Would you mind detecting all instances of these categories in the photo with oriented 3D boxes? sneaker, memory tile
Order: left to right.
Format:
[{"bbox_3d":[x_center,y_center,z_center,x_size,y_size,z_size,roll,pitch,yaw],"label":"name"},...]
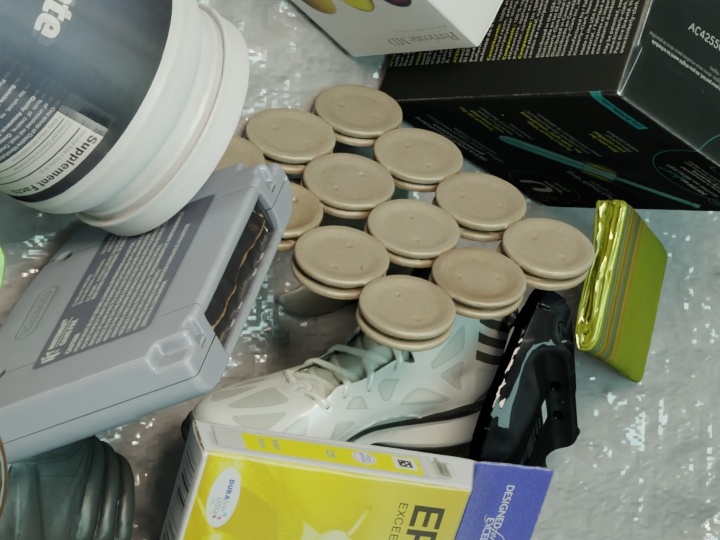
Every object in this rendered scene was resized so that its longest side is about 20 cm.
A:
[{"bbox_3d":[-0.174,0.159,1.320,0.099,0.071,0.200,30,70,-29],"label":"sneaker"},{"bbox_3d":[-0.002,0.042,1.394,0.200,0.076,0.115,-9,128,-39],"label":"sneaker"},{"bbox_3d":[0.010,-0.030,1.390,0.153,0.200,0.017,-23,138,-37],"label":"memory tile"}]

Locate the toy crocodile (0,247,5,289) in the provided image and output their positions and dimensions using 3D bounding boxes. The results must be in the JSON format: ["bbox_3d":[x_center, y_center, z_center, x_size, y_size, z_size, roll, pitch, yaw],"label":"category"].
[{"bbox_3d":[-0.259,-0.028,1.251,0.200,0.067,0.062,19,81,-37],"label":"toy crocodile"}]

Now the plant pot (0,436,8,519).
[{"bbox_3d":[-0.248,0.088,1.181,0.187,0.200,0.187,-2,94,-37],"label":"plant pot"}]

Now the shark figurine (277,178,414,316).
[{"bbox_3d":[-0.010,-0.018,1.432,0.214,0.089,0.128,20,78,-38],"label":"shark figurine"}]

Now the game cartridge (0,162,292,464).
[{"bbox_3d":[-0.112,0.019,1.274,0.042,0.133,0.200,58,25,-20],"label":"game cartridge"}]

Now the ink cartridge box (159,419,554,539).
[{"bbox_3d":[-0.014,0.182,1.373,0.200,0.047,0.198,10,114,-15],"label":"ink cartridge box"}]

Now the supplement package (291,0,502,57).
[{"bbox_3d":[-0.011,-0.217,1.404,0.200,0.114,0.110,40,67,-31],"label":"supplement package"}]

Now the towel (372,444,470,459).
[{"bbox_3d":[0.001,0.177,1.478,0.148,0.036,0.200,6,89,-37],"label":"towel"}]

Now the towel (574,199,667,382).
[{"bbox_3d":[0.151,0.015,1.527,0.200,0.018,0.086,30,73,-74],"label":"towel"}]

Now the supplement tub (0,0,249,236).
[{"bbox_3d":[-0.167,-0.113,1.272,0.200,0.140,0.140,29,74,-34],"label":"supplement tub"}]

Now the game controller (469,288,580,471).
[{"bbox_3d":[0.090,0.083,1.460,0.104,0.042,0.200,-58,164,-15],"label":"game controller"}]

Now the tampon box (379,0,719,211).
[{"bbox_3d":[0.140,-0.120,1.469,0.150,0.200,0.126,30,74,-36],"label":"tampon box"}]
